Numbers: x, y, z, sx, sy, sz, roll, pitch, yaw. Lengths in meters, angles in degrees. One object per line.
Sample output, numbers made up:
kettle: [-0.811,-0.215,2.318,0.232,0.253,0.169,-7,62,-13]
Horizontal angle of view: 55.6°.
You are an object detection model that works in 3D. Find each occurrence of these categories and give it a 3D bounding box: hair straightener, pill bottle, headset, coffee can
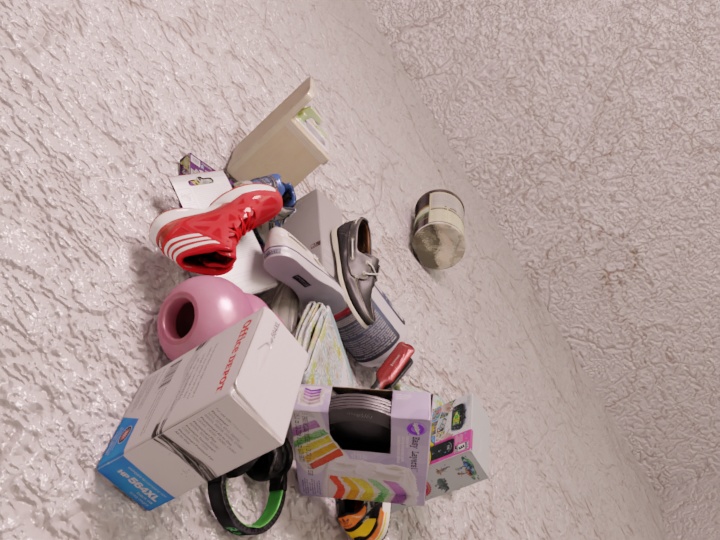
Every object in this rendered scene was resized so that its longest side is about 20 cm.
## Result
hair straightener: [0.034,0.218,1.178,0.200,0.041,0.077,-55,157,-34]
pill bottle: [0.019,0.107,1.270,0.201,0.119,0.120,53,24,-20]
headset: [-0.129,0.225,0.861,0.123,0.093,0.202,31,48,-50]
coffee can: [0.220,-0.117,1.907,0.147,0.146,0.201,51,25,-23]

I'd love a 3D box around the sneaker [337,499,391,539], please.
sneaker: [0.004,0.320,1.061,0.090,0.070,0.201,51,27,-30]

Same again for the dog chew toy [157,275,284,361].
dog chew toy: [-0.170,0.080,0.904,0.200,0.124,0.125,26,41,-58]

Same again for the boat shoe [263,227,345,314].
boat shoe: [-0.084,0.000,1.062,0.200,0.070,0.070,43,35,-47]

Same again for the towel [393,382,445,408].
towel: [0.134,0.327,1.354,0.171,0.048,0.201,33,36,-50]

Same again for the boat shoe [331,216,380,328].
boat shoe: [0.000,0.000,1.158,0.072,0.067,0.202,43,31,-54]

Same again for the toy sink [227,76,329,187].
toy sink: [-0.123,-0.224,1.211,0.112,0.200,0.131,44,16,-22]

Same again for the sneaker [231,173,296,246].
sneaker: [-0.137,-0.096,1.088,0.078,0.085,0.200,63,-4,12]

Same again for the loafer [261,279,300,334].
loafer: [-0.128,0.067,1.083,0.070,0.069,0.201,51,32,-34]

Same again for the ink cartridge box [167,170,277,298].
ink cartridge box: [-0.214,-0.046,1.014,0.109,0.050,0.201,-17,78,-49]

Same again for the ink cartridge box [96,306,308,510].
ink cartridge box: [-0.165,0.148,0.737,0.084,0.199,0.146,51,25,-22]

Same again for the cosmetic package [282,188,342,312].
cosmetic package: [-0.089,-0.037,1.227,0.090,0.106,0.201,40,29,-43]

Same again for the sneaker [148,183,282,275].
sneaker: [-0.171,-0.045,0.924,0.199,0.079,0.115,-25,51,-29]

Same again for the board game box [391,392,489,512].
board game box: [0.115,0.306,1.141,0.064,0.199,0.148,53,24,-16]

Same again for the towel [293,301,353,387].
towel: [-0.061,0.173,1.043,0.172,0.048,0.201,-73,152,-55]

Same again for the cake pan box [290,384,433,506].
cake pan box: [0.003,0.233,0.916,0.053,0.182,0.201,-83,175,-51]

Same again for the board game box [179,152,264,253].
board game box: [-0.216,-0.096,1.128,0.200,0.032,0.121,35,31,-46]
